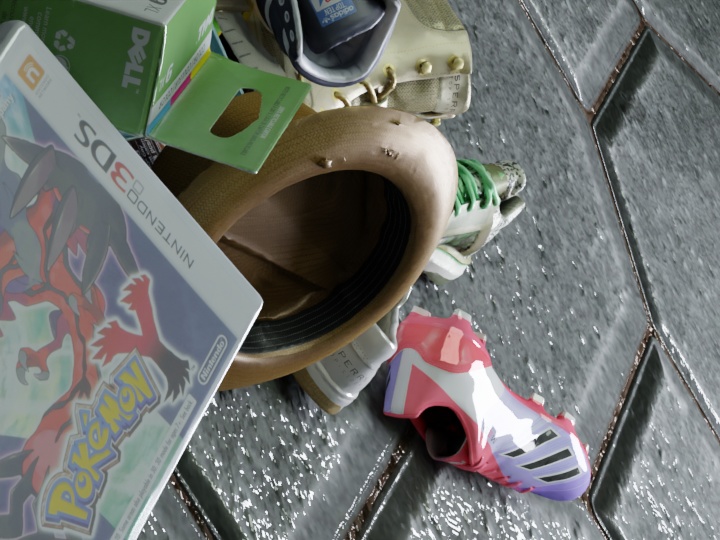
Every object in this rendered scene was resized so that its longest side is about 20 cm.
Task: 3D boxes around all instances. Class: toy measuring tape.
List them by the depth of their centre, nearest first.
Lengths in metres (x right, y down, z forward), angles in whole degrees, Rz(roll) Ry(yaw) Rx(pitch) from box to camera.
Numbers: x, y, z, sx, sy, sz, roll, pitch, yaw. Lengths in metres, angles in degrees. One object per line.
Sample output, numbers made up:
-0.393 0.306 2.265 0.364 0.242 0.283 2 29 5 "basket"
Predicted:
-0.088 -0.122 1.398 0.073 0.073 0.201 31 22 -52 "toy measuring tape"

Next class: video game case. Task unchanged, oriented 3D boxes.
-0.136 0.029 1.094 0.182 0.023 0.201 50 51 -30 "video game case"

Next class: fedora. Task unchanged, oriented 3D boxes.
-0.046 -0.028 1.291 0.082 0.201 0.200 54 15 31 "fedora"

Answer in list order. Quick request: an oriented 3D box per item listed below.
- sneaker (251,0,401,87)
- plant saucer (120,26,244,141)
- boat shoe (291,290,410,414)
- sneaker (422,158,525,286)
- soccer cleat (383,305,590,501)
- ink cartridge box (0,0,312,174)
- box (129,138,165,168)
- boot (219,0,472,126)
-0.038 -0.184 1.360 0.109 0.070 0.201 55 -10 48 "sneaker"
-0.141 -0.086 1.241 0.199 0.019 0.070 -16 78 -43 "plant saucer"
0.000 0.000 1.479 0.071 0.069 0.201 47 23 -29 "boat shoe"
0.054 -0.049 1.595 0.077 0.088 0.200 61 7 10 "sneaker"
0.073 0.097 1.565 0.200 0.066 0.077 48 56 -45 "soccer cleat"
-0.122 -0.117 1.182 0.198 0.060 0.104 18 28 6 "ink cartridge box"
-0.156 -0.124 1.320 0.201 0.038 0.136 63 22 2 "box"
-0.005 -0.093 1.489 0.154 0.073 0.201 3 49 -24 "boot"
